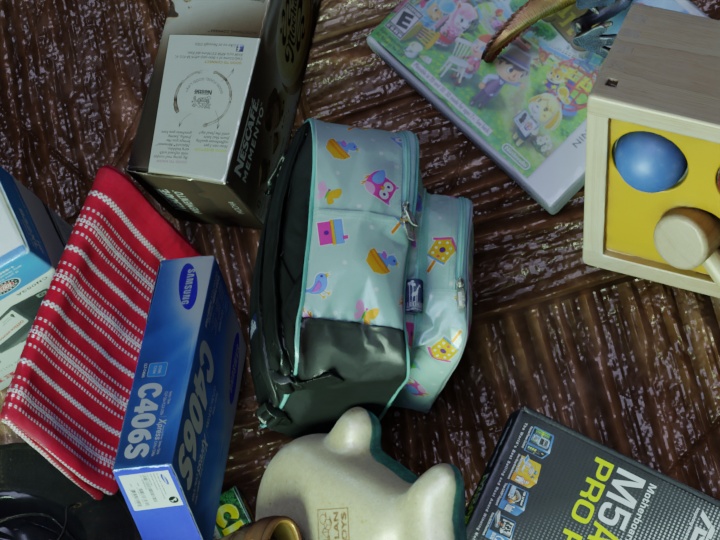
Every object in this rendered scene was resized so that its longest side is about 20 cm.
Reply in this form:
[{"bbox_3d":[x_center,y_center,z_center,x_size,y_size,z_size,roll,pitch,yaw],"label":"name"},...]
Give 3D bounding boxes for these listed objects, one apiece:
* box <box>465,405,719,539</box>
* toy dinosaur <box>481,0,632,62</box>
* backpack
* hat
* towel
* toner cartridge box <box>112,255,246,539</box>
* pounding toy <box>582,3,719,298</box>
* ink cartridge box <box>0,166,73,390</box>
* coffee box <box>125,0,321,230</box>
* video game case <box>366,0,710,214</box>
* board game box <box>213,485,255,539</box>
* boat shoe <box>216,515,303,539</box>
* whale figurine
[{"bbox_3d":[0.133,0.213,1.397,0.160,0.044,0.201,26,80,-1],"label":"box"},{"bbox_3d":[0.182,-0.252,1.514,0.199,0.105,0.182,-3,52,25],"label":"toy dinosaur"},{"bbox_3d":[0.000,0.000,1.454,0.152,0.176,0.201,-1,67,-9],"label":"backpack"},{"bbox_3d":[-0.248,0.208,1.494,0.199,0.081,0.201,2,30,-1],"label":"hat"},{"bbox_3d":[-0.178,0.044,1.484,0.022,0.145,0.201,6,64,29],"label":"towel"},{"bbox_3d":[-0.121,0.092,1.451,0.043,0.095,0.201,-5,42,11],"label":"toner cartridge box"},{"bbox_3d":[0.244,-0.041,1.412,0.183,0.201,0.142,15,49,17],"label":"pounding toy"},{"bbox_3d":[-0.276,0.014,1.502,0.145,0.200,0.084,-30,71,3],"label":"ink cartridge box"},{"bbox_3d":[-0.096,-0.143,1.552,0.079,0.113,0.201,9,75,16],"label":"coffee box"},{"bbox_3d":[0.134,-0.170,1.553,0.182,0.022,0.200,-45,69,-3],"label":"video game case"},{"bbox_3d":[-0.087,0.262,1.475,0.104,0.023,0.201,-30,70,6],"label":"board game box"},{"bbox_3d":[-0.061,0.246,1.336,0.068,0.072,0.201,-41,42,39],"label":"boat shoe"},{"bbox_3d":[0.016,0.170,1.406,0.200,0.103,0.160,-14,77,51],"label":"whale figurine"}]
